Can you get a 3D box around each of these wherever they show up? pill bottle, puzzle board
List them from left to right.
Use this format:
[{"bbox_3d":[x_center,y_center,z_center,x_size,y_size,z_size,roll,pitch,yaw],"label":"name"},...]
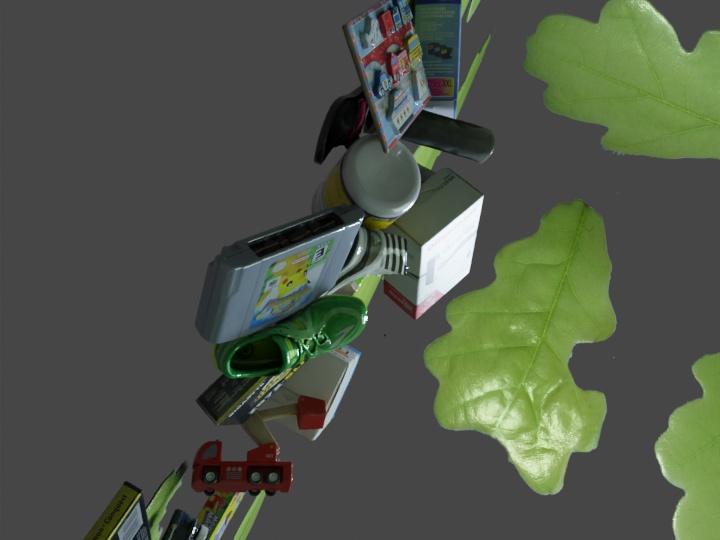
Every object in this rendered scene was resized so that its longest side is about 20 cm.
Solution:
[{"bbox_3d":[-0.004,-0.097,0.823,0.110,0.108,0.200,-61,-169,-23],"label":"pill bottle"},{"bbox_3d":[0.045,-0.260,0.756,0.201,0.017,0.153,-56,132,-49],"label":"puzzle board"}]

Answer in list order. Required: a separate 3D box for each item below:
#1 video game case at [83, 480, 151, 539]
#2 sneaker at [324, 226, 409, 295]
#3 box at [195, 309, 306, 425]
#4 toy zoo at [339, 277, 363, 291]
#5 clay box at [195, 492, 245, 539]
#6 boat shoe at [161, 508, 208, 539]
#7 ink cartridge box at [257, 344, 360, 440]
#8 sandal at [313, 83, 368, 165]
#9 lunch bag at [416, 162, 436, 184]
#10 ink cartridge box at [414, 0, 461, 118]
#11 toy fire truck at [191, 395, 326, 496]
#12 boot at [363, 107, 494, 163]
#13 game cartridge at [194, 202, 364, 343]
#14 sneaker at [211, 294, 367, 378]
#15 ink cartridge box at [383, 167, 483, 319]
[{"bbox_3d":[-0.294,0.348,0.643,0.202,0.025,0.182,109,9,-49],"label":"video game case"},{"bbox_3d":[0.000,0.000,0.819,0.200,0.113,0.077,146,-51,-60],"label":"sneaker"},{"bbox_3d":[-0.124,0.130,0.837,0.200,0.049,0.160,-44,171,-9],"label":"box"},{"bbox_3d":[-0.016,-0.060,0.949,0.021,0.129,0.202,48,58,-40],"label":"toy zoo"},{"bbox_3d":[-0.285,0.486,1.117,0.116,0.047,0.202,105,11,-55],"label":"clay box"},{"bbox_3d":[-0.286,0.421,0.795,0.201,0.061,0.075,-54,-173,-14],"label":"boat shoe"},{"bbox_3d":[-0.099,0.191,1.082,0.147,0.145,0.200,-64,174,0],"label":"ink cartridge box"},{"bbox_3d":[-0.009,-0.200,0.797,0.201,0.044,0.076,-57,172,-49],"label":"sandal"},{"bbox_3d":[0.043,-0.099,1.065,0.203,0.162,0.118,-68,170,25],"label":"lunch bag"},{"bbox_3d":[0.124,-0.359,0.960,0.136,0.075,0.205,-8,99,-82],"label":"ink cartridge box"},{"bbox_3d":[-0.150,0.262,0.902,0.049,0.195,0.143,106,-16,-48],"label":"toy fire truck"},{"bbox_3d":[0.105,-0.209,0.892,0.182,0.197,0.074,-81,-164,-69],"label":"boot"},{"bbox_3d":[-0.086,0.005,0.655,0.198,0.041,0.134,-26,156,-42],"label":"game cartridge"},{"bbox_3d":[-0.079,0.089,0.716,0.084,0.196,0.076,-137,-150,-67],"label":"sneaker"},{"bbox_3d":[0.112,-0.040,0.954,0.144,0.083,0.202,-38,150,-22],"label":"ink cartridge box"}]
